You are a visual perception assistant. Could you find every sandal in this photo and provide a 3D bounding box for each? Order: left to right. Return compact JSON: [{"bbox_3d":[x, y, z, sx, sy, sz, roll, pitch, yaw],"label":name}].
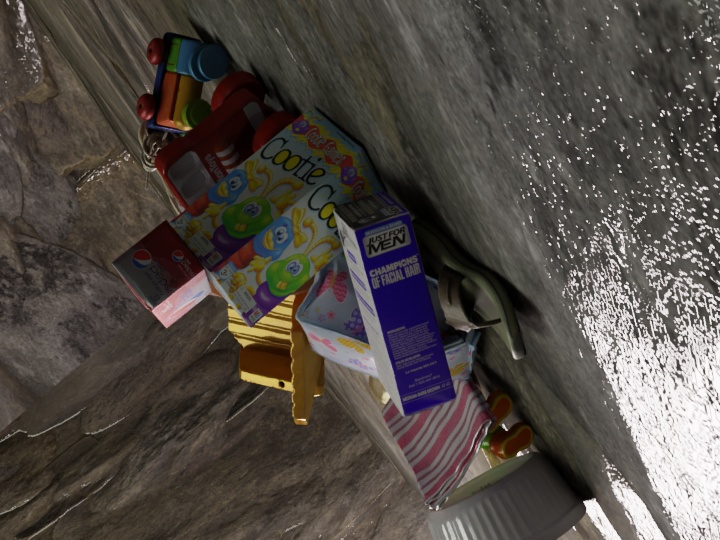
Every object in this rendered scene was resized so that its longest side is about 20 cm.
[{"bbox_3d":[0.096,0.025,1.196,0.201,0.057,0.080,45,166,42],"label":"sandal"}]

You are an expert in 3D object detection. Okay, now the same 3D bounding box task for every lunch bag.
[{"bbox_3d":[0.037,0.068,1.411,0.198,0.128,0.170,19,166,8],"label":"lunch bag"}]

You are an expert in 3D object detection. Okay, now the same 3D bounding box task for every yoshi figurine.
[{"bbox_3d":[0.138,0.173,1.569,0.111,0.114,0.199,9,179,-33],"label":"yoshi figurine"}]

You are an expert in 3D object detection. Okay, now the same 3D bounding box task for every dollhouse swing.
[{"bbox_3d":[-0.122,0.076,1.571,0.180,0.176,0.202,10,120,18],"label":"dollhouse swing"}]

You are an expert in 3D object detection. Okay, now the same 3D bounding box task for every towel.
[{"bbox_3d":[0.090,0.178,1.517,0.030,0.147,0.200,16,-155,-30],"label":"towel"}]

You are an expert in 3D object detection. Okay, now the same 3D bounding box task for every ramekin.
[{"bbox_3d":[0.176,0.306,1.540,0.095,0.201,0.202,62,172,4],"label":"ramekin"}]

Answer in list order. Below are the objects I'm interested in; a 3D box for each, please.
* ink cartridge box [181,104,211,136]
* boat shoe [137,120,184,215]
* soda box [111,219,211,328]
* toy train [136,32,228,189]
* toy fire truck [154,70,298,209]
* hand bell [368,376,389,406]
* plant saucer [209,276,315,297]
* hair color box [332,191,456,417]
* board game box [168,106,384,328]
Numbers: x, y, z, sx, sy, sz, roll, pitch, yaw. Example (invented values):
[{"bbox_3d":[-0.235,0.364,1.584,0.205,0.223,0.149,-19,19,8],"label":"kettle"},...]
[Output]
[{"bbox_3d":[-0.159,-0.154,1.651,0.146,0.084,0.200,52,170,-14],"label":"ink cartridge box"},{"bbox_3d":[-0.229,-0.121,1.638,0.201,0.072,0.072,59,170,-8],"label":"boat shoe"},{"bbox_3d":[-0.200,0.007,1.260,0.064,0.070,0.200,51,172,2],"label":"soda box"},{"bbox_3d":[-0.223,-0.192,1.535,0.084,0.203,0.115,8,-174,-35],"label":"toy train"},{"bbox_3d":[-0.147,-0.122,1.451,0.112,0.168,0.201,44,169,30],"label":"toy fire truck"},{"bbox_3d":[0.022,0.096,1.643,0.104,0.104,0.200,42,173,39],"label":"hand bell"},{"bbox_3d":[-0.134,-0.019,1.477,0.200,0.198,0.033,38,131,53],"label":"plant saucer"},{"bbox_3d":[0.034,0.032,1.238,0.109,0.064,0.202,-130,22,-71],"label":"hair color box"},{"bbox_3d":[-0.083,-0.058,1.294,0.105,0.199,0.103,42,168,42],"label":"board game box"}]
